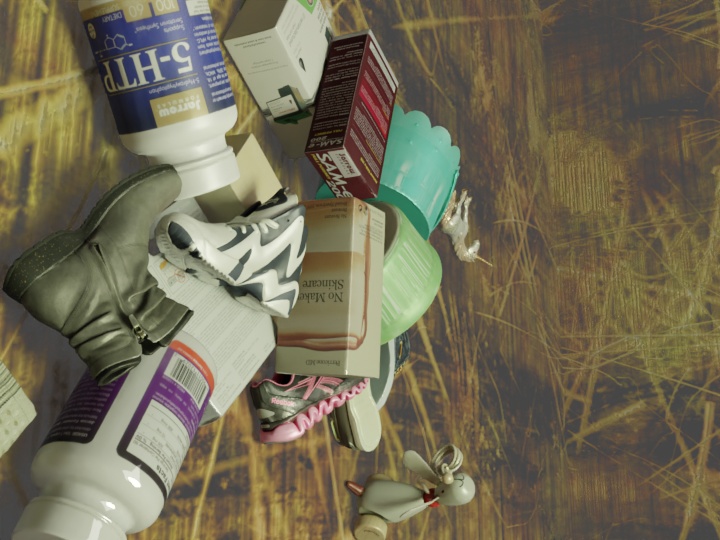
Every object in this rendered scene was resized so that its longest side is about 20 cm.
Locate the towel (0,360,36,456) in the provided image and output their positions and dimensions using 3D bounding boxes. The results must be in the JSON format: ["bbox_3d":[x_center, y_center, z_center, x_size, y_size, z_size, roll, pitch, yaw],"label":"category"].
[{"bbox_3d":[-0.325,0.092,0.533,0.194,0.034,0.200,67,31,-26],"label":"towel"}]

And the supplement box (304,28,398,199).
[{"bbox_3d":[-0.008,-0.204,1.070,0.109,0.060,0.202,52,40,-49],"label":"supplement box"}]

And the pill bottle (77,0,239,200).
[{"bbox_3d":[-0.187,-0.177,0.791,0.120,0.119,0.202,-46,125,-60],"label":"pill bottle"}]

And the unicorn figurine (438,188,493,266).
[{"bbox_3d":[0.213,-0.099,1.747,0.199,0.073,0.139,20,75,-48],"label":"unicorn figurine"}]

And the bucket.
[{"bbox_3d":[0.035,-0.128,1.190,0.208,0.205,0.136,56,45,-46],"label":"bucket"}]

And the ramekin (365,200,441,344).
[{"bbox_3d":[0.000,0.000,1.085,0.098,0.198,0.201,54,37,-35],"label":"ramekin"}]

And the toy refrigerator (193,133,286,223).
[{"bbox_3d":[-0.127,-0.058,0.964,0.201,0.069,0.076,62,39,-39],"label":"toy refrigerator"}]

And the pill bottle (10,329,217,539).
[{"bbox_3d":[-0.204,0.148,0.681,0.201,0.110,0.112,-71,146,-43],"label":"pill bottle"}]

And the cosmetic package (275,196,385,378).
[{"bbox_3d":[-0.034,0.023,0.950,0.087,0.102,0.202,18,71,-61],"label":"cosmetic package"}]

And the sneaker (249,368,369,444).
[{"bbox_3d":[-0.064,0.137,1.026,0.199,0.079,0.096,-29,96,-49],"label":"sneaker"}]

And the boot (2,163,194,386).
[{"bbox_3d":[-0.193,0.003,0.702,0.130,0.068,0.200,42,50,-1],"label":"boot"}]

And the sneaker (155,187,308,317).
[{"bbox_3d":[-0.121,-0.044,0.850,0.199,0.079,0.131,35,68,-43],"label":"sneaker"}]

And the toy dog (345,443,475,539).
[{"bbox_3d":[0.058,0.317,1.174,0.096,0.199,0.132,47,14,-28],"label":"toy dog"}]

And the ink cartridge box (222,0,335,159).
[{"bbox_3d":[-0.086,-0.273,1.085,0.201,0.084,0.147,60,34,-42],"label":"ink cartridge box"}]

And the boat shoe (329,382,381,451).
[{"bbox_3d":[-0.021,0.158,1.156,0.072,0.060,0.204,-16,98,-51],"label":"boat shoe"}]

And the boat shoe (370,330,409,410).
[{"bbox_3d":[0.039,0.148,1.275,0.091,0.070,0.202,52,36,-43],"label":"boat shoe"}]

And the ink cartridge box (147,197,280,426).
[{"bbox_3d":[-0.180,0.039,0.870,0.201,0.057,0.163,55,32,-12],"label":"ink cartridge box"}]
